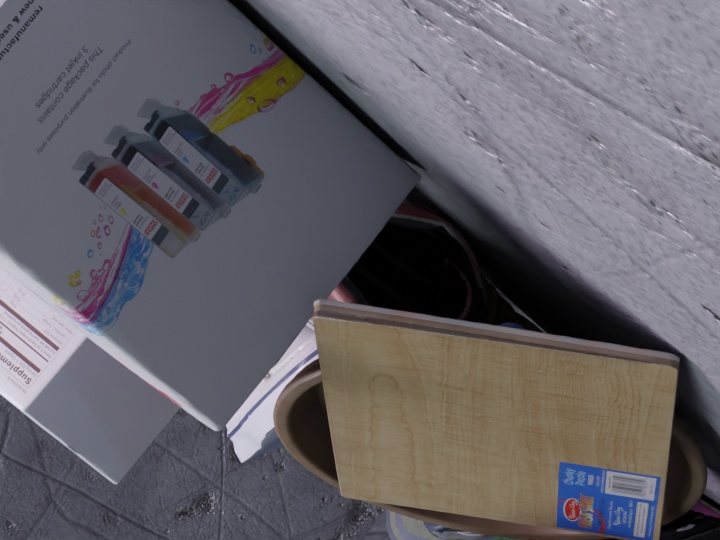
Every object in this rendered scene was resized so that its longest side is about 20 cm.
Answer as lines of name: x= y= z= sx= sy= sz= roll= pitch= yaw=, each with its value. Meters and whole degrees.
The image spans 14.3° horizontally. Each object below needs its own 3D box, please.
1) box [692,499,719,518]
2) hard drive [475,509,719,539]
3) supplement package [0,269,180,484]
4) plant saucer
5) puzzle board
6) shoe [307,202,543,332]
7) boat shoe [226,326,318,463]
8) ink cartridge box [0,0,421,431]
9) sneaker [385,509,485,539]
box: x=0.147 y=0.209 z=1.540 sx=0.097 sy=0.176 sz=0.200 roll=42 pitch=175 yaw=-32
hard drive: x=0.097 y=0.153 z=1.411 sx=0.200 sy=0.140 sz=0.038 roll=-175 pitch=67 yaw=-80
supplement package: x=-0.167 y=-0.004 z=1.802 sx=0.151 sy=0.200 sz=0.152 roll=37 pitch=174 yaw=28
plant saucer: x=0.060 y=0.073 z=1.311 sx=0.200 sy=0.029 sz=0.200 roll=8 pitch=153 yaw=4
puzzle board: x=0.060 y=0.066 z=1.244 sx=0.151 sy=0.017 sz=0.200 roll=8 pitch=155 yaw=7
shoe: x=0.039 y=0.029 z=1.329 sx=0.200 sy=0.072 sz=0.091 roll=35 pitch=168 yaw=-20
boat shoe: x=-0.046 y=0.044 z=1.563 sx=0.086 sy=0.075 sz=0.202 roll=61 pitch=164 yaw=5
ink cartridge box: x=-0.107 y=-0.056 z=1.221 sx=0.200 sy=0.145 sz=0.145 roll=42 pitch=174 yaw=-27
sneaker: x=0.053 y=0.111 z=1.537 sx=0.200 sy=0.081 sz=0.074 roll=-43 pitch=65 yaw=58
